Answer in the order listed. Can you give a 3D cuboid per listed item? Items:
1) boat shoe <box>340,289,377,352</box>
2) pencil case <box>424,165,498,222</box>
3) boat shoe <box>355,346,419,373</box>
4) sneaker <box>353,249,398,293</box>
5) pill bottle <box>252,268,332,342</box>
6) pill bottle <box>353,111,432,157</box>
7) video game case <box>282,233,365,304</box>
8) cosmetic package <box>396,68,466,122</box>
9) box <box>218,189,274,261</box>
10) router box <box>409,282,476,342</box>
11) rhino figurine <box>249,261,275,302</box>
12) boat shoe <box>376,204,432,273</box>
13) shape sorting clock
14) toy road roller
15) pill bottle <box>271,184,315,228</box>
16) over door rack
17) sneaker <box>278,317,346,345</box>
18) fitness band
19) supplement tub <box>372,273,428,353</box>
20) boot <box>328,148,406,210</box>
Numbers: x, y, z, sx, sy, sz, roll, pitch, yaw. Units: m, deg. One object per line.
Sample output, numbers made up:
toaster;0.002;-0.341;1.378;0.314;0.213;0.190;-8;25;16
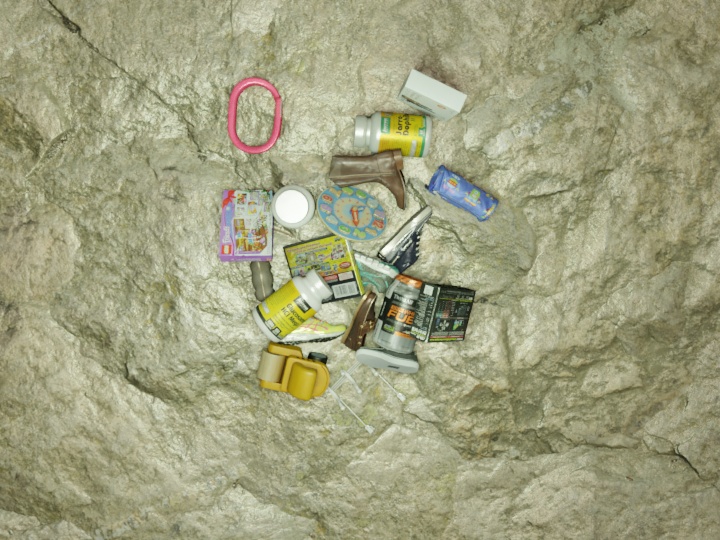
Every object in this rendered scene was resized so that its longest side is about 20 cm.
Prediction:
boat shoe;0.011;0.142;1.607;0.070;0.070;0.200;33;127;14
pencil case;0.277;-0.206;1.605;0.200;0.078;0.087;30;65;-5
boat shoe;0.075;0.239;1.634;0.200;0.069;0.057;18;54;-26
sneaker;0.000;0.000;1.598;0.200;0.078;0.091;24;97;18
pill bottle;-0.177;0.088;1.549;0.200;0.112;0.113;-38;97;3
pill bottle;0.083;-0.363;1.561;0.199;0.113;0.113;5;96;-3
video game case;-0.101;-0.001;1.596;0.199;0.025;0.181;-12;98;26
cosmetic package;0.178;-0.446;1.513;0.150;0.200;0.052;22;96;-5
box;-0.300;-0.121;1.559;0.136;0.039;0.201;0;66;-3
router box;0.225;0.115;1.590;0.062;0.200;0.150;16;96;40
rhino figurine;-0.271;-0.006;1.596;0.060;0.087;0.201;-10;97;-2
boat shoe;0.144;-0.083;1.621;0.093;0.075;0.200;44;102;-8
shape sorting clock;-0.021;-0.155;1.558;0.200;0.200;0.039;28;137;-6
toy road roller;-0.183;0.283;1.604;0.199;0.146;0.123;14;95;-4
pill bottle;-0.173;-0.167;1.526;0.111;0.200;0.111;0;96;-3
over door rack;0.016;0.352;1.663;0.200;0.067;0.148;44;93;-7
sneaker;-0.137;0.154;1.631;0.199;0.078;0.091;-1;73;-14
fitness band;-0.283;-0.415;1.578;0.143;0.037;0.201;5;95;-1
supplement tub;0.115;0.116;1.613;0.122;0.123;0.201;16;95;-5
boot;0.020;-0.233;1.571;0.199;0.064;0.187;-8;122;4
